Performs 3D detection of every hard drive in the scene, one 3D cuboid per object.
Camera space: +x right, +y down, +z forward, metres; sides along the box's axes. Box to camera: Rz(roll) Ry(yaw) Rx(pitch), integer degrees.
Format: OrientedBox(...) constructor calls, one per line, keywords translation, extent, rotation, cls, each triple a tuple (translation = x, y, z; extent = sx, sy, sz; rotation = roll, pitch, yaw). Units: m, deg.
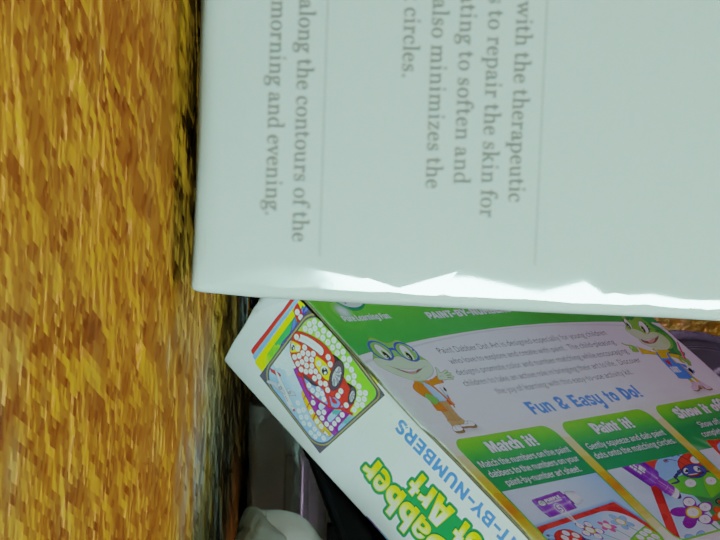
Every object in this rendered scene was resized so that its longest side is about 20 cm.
OrientedBox(translation=(-0.030, 0.146, 0.884), extent=(0.132, 0.026, 0.201), rotation=(-55, 146, -85), cls="hard drive")

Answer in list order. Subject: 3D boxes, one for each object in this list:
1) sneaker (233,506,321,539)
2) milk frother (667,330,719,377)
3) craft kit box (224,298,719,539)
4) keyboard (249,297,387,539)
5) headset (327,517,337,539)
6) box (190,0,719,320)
OrientedBox(translation=(-0.001, 0.145, 0.743), extent=(0.200, 0.087, 0.075), rotation=(74, 24, -50), cls="sneaker")
OrientedBox(translation=(0.156, 0.166, 0.924), extent=(0.181, 0.199, 0.188), rotation=(-78, -167, -54), cls="milk frother")
OrientedBox(translation=(0.083, 0.073, 0.758), extent=(0.200, 0.198, 0.049), rotation=(-2, 134, -52), cls="craft kit box")
OrientedBox(translation=(0.020, 0.079, 0.756), extent=(0.104, 0.040, 0.200), rotation=(50, 10, -35), cls="keyboard")
OrientedBox(translation=(0.010, 0.113, 1.002), extent=(0.200, 0.094, 0.124), rotation=(168, -76, -82), cls="headset")
OrientedBox(translation=(0.043, -0.094, 0.687), extent=(0.200, 0.170, 0.200), rotation=(-58, 151, -84), cls="box")
